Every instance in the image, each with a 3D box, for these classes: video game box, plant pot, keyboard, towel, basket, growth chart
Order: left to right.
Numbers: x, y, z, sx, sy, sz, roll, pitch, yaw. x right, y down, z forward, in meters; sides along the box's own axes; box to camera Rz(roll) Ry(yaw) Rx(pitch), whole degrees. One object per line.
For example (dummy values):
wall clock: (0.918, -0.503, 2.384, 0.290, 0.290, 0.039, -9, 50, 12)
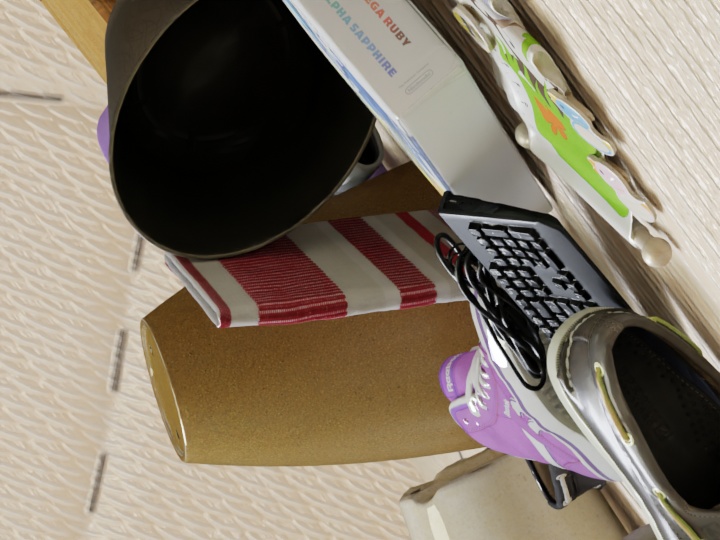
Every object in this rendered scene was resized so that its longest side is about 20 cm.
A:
basket: (-0.081, -0.114, 1.603, 0.136, 0.180, 0.200, 36, -174, -19)
plant pot: (-0.028, 0.046, 1.699, 0.186, 0.200, 0.187, 163, 90, -79)
towel: (0.000, 0.000, 1.540, 0.144, 0.199, 0.023, -138, 44, -66)
video game box: (0.006, -0.113, 1.355, 0.182, 0.047, 0.200, 54, -178, 25)
growth chart: (0.065, -0.093, 1.202, 0.200, 0.018, 0.145, 54, 176, -33)
plant pot: (0.125, 0.221, 2.021, 0.200, 0.200, 0.184, 170, 74, -85)
keyboard: (0.100, 0.037, 1.354, 0.104, 0.040, 0.200, 13, 153, 47)

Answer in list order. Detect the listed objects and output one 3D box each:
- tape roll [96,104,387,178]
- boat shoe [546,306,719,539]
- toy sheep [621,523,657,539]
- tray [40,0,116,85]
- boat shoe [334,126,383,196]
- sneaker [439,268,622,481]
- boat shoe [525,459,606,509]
tape roll: (-0.075, -0.072, 1.837, 0.200, 0.066, 0.200, 30, -159, -13)
boat shoe: (0.167, 0.100, 1.283, 0.201, 0.072, 0.061, 47, 167, -8)
toy sheep: (0.193, 0.210, 1.518, 0.200, 0.138, 0.138, 27, 158, 44)
tray: (-0.109, -0.149, 1.806, 0.200, 0.037, 0.099, 5, -142, -51)
boat shoe: (-0.051, -0.139, 1.741, 0.068, 0.072, 0.200, -26, 90, 57)
sneaker: (0.078, 0.053, 1.492, 0.114, 0.073, 0.201, 9, 150, 33)
boat shoe: (0.108, 0.078, 1.761, 0.074, 0.060, 0.200, 50, 174, 47)
